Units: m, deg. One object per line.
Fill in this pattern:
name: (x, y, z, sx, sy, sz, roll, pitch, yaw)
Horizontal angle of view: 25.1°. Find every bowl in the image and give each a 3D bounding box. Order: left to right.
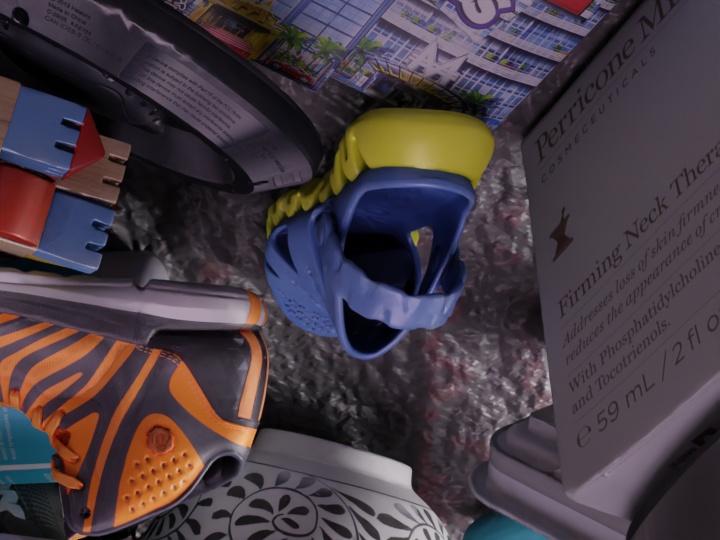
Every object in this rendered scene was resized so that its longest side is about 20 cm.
bowl: (-0.024, 0.143, 0.883, 0.199, 0.095, 0.201, 15, 171, 2)

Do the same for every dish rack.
dish rack: (0.169, 0.089, 0.778, 0.199, 0.171, 0.044, -15, 118, -41)

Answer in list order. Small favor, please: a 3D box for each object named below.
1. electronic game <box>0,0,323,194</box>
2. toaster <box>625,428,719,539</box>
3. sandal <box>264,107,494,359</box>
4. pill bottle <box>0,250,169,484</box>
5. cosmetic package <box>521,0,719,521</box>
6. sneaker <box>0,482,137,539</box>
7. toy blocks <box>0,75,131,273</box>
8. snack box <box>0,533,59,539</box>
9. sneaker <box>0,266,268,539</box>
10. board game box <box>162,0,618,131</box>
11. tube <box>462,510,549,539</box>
electronic game: (-0.104, -0.086, 0.616, 0.199, 0.042, 0.200, 28, 172, 4)
toaster: (0.168, 0.123, 0.563, 0.113, 0.130, 0.200, 17, 136, -18)
sandal: (0.000, 0.000, 0.730, 0.079, 0.088, 0.200, 7, 161, -11)
pill bottle: (-0.192, 0.049, 0.788, 0.198, 0.111, 0.111, -2, 138, 1)
cosmetic package: (0.184, -0.006, 0.667, 0.165, 0.201, 0.168, 20, 134, -22)
sneaker: (-0.153, 0.125, 0.850, 0.090, 0.200, 0.067, -14, 98, -14)
toy blocks: (-0.157, -0.041, 0.649, 0.136, 0.101, 0.200, 17, 171, -15)
snack box: (-0.108, 0.196, 0.751, 0.198, 0.068, 0.169, 8, 140, -15)
sneaker: (-0.140, 0.058, 0.691, 0.198, 0.113, 0.078, 4, 175, 2)
board game box: (0.034, -0.150, 0.609, 0.199, 0.062, 0.200, 23, 133, -25)
tube: (0.124, 0.138, 0.895, 0.077, 0.051, 0.200, -14, 166, -32)
